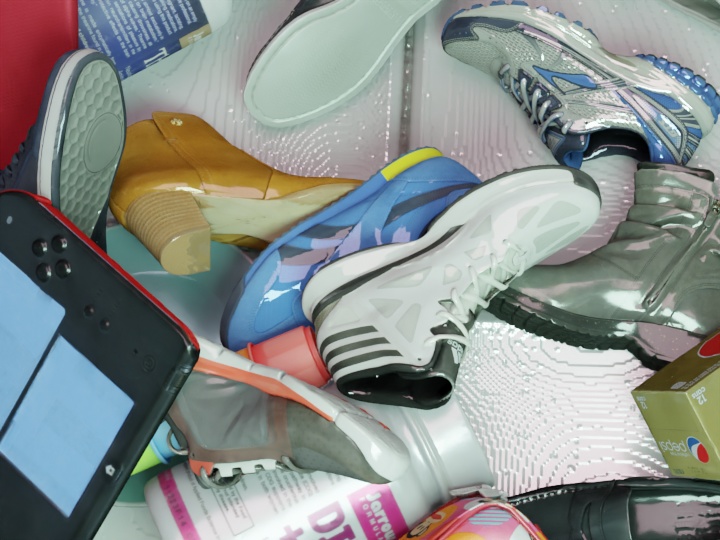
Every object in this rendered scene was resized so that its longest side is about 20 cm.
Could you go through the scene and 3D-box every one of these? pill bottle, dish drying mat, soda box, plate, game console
[{"bbox_3d":[-0.025,0.139,1.191,0.199,0.113,0.114,-27,70,-5],"label":"pill bottle"},{"bbox_3d":[-0.159,-0.200,1.329,0.199,0.111,0.111,-29,70,-5],"label":"pill bottle"},{"bbox_3d":[-0.224,-0.114,1.275,0.076,0.201,0.018,12,33,11],"label":"dish drying mat"},{"bbox_3d":[0.271,0.051,1.188,0.199,0.068,0.064,-31,99,-21],"label":"soda box"},{"bbox_3d":[-0.144,0.063,1.278,0.198,0.026,0.202,-2,69,6],"label":"plate"},{"bbox_3d":[-0.202,0.071,1.163,0.177,0.031,0.201,41,111,25],"label":"game console"}]

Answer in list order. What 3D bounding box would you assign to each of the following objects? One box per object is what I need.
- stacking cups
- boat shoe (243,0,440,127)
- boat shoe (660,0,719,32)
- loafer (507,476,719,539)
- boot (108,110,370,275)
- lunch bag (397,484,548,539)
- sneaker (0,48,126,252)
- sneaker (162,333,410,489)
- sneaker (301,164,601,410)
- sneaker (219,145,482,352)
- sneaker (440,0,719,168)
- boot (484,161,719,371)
[{"bbox_3d":[-0.115,0.091,1.213,0.199,0.061,0.061,-22,69,1],"label":"stacking cups"},{"bbox_3d":[-0.006,-0.181,1.337,0.200,0.076,0.060,-38,33,1],"label":"boat shoe"},{"bbox_3d":[0.195,-0.226,1.331,0.199,0.072,0.066,32,71,7],"label":"boat shoe"},{"bbox_3d":[0.159,0.159,1.189,0.199,0.070,0.069,-5,69,4],"label":"loafer"},{"bbox_3d":[-0.076,-0.063,1.294,0.200,0.071,0.144,-8,39,-25],"label":"boot"},{"bbox_3d":[0.090,0.235,1.133,0.176,0.082,0.200,-38,95,-7],"label":"lunch bag"},{"bbox_3d":[-0.231,-0.067,1.236,0.145,0.204,0.077,26,31,23],"label":"sneaker"},{"bbox_3d":[-0.059,0.099,1.126,0.199,0.077,0.082,21,85,35],"label":"sneaker"},{"bbox_3d":[0.068,0.022,1.154,0.199,0.076,0.116,-26,48,8],"label":"sneaker"},{"bbox_3d":[0.000,0.000,1.230,0.200,0.066,0.078,-36,50,-9],"label":"sneaker"},{"bbox_3d":[0.141,-0.118,1.292,0.199,0.077,0.086,22,77,13],"label":"sneaker"},{"bbox_3d":[0.171,-0.012,1.248,0.198,0.068,0.132,17,79,2],"label":"boot"}]
